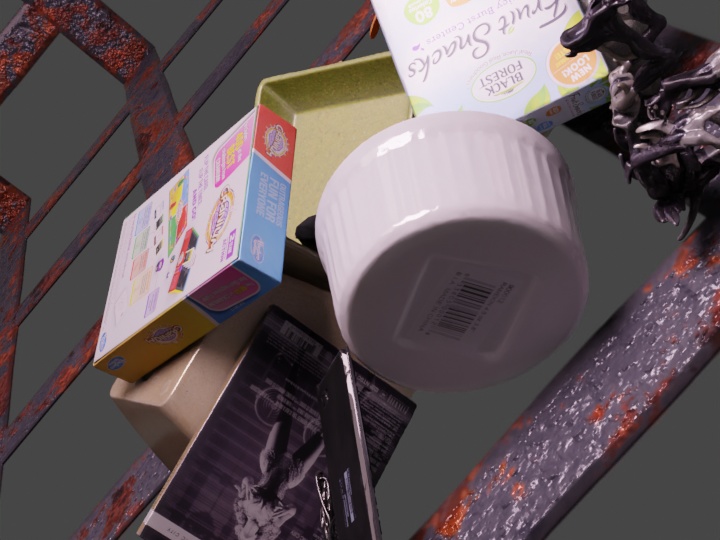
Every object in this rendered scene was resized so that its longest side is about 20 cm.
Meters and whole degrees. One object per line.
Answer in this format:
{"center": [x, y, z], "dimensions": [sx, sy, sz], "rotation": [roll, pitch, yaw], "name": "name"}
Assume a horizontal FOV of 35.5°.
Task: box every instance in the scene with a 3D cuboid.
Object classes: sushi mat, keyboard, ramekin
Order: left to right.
{"center": [-0.033, 0.009, 0.960], "dimensions": [0.095, 0.199, 0.012], "rotation": [-15, 55, 51], "name": "sushi mat"}
{"center": [-0.007, 0.170, 0.808], "dimensions": [0.127, 0.020, 0.202], "rotation": [121, 145, -56], "name": "keyboard"}
{"center": [0.068, -0.004, 0.809], "dimensions": [0.200, 0.200, 0.098], "rotation": [-39, 34, 25], "name": "ramekin"}

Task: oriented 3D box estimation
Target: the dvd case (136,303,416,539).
{"center": [-0.059, 0.151, 0.867], "dimensions": [0.201, 0.148, 0.016], "rotation": [-60, 17, -19], "name": "dvd case"}

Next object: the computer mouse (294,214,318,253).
{"center": [0.000, 0.000, 0.984], "dimensions": [0.198, 0.140, 0.046], "rotation": [-8, 49, 45], "name": "computer mouse"}

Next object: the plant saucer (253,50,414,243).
{"center": [-0.023, -0.101, 1.096], "dimensions": [0.198, 0.048, 0.203], "rotation": [-5, 70, 35], "name": "plant saucer"}

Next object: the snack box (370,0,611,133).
{"center": [0.089, -0.192, 0.844], "dimensions": [0.141, 0.053, 0.202], "rotation": [-24, 70, 15], "name": "snack box"}

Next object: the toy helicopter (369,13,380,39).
{"center": [0.078, -0.297, 1.139], "dimensions": [0.079, 0.130, 0.203], "rotation": [75, -161, -70], "name": "toy helicopter"}

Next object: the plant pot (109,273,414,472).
{"center": [-0.093, 0.100, 0.964], "dimensions": [0.199, 0.177, 0.202], "rotation": [-3, 53, 59], "name": "plant pot"}

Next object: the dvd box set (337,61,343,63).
{"center": [-0.002, -0.101, 1.133], "dimensions": [0.147, 0.029, 0.200], "rotation": [-53, 52, 11], "name": "dvd box set"}

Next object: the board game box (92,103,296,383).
{"center": [-0.132, -0.018, 0.895], "dimensions": [0.199, 0.040, 0.155], "rotation": [-32, 41, 38], "name": "board game box"}

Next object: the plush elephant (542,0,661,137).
{"center": [0.183, -0.196, 0.919], "dimensions": [0.165, 0.200, 0.154], "rotation": [-51, 46, -4], "name": "plush elephant"}

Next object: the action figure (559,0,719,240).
{"center": [0.204, -0.111, 0.731], "dimensions": [0.101, 0.201, 0.120], "rotation": [-16, 38, 29], "name": "action figure"}
